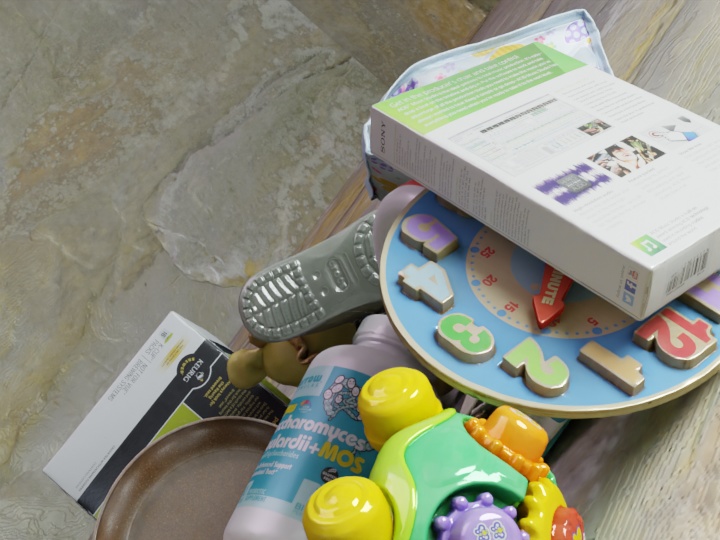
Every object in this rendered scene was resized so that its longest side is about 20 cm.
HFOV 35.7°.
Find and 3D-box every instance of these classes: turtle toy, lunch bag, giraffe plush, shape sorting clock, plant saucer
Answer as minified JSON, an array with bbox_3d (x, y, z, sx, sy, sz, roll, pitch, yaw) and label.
[{"bbox_3d":[0.045,0.141,0.492,0.100,0.147,0.200,-7,30,25],"label":"turtle toy"},{"bbox_3d":[0.100,-0.102,0.909,0.198,0.128,0.170,-15,-14,-1],"label":"lunch bag"},{"bbox_3d":[-0.022,0.087,0.955,0.173,0.162,0.200,-53,7,-17],"label":"giraffe plush"},{"bbox_3d":[0.109,-0.003,0.600,0.039,0.199,0.200,89,-154,-47],"label":"shape sorting clock"},{"bbox_3d":[-0.104,0.211,0.849,0.201,0.199,0.032,-54,-20,-20],"label":"plant saucer"}]

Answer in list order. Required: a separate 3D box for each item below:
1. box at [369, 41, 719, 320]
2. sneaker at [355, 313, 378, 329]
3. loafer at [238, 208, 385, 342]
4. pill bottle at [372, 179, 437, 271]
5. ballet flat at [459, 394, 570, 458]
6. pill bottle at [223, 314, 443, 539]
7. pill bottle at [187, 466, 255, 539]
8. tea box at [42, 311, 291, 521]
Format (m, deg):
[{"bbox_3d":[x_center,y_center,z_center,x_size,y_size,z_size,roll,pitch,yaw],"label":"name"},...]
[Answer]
[{"bbox_3d":[0.121,-0.060,0.615,0.144,0.200,0.037,-26,-44,-32],"label":"box"},{"bbox_3d":[0.035,0.025,1.120,0.200,0.075,0.077,-44,-23,-29],"label":"sneaker"},{"bbox_3d":[0.000,0.000,0.866,0.198,0.076,0.070,-18,-6,-8],"label":"loafer"},{"bbox_3d":[0.116,-0.039,0.739,0.199,0.116,0.116,-30,-3,-27],"label":"pill bottle"},{"bbox_3d":[0.118,0.052,0.672,0.200,0.069,0.069,-50,8,7],"label":"ballet flat"},{"bbox_3d":[-0.009,0.132,0.801,0.111,0.110,0.201,-38,22,58],"label":"pill bottle"},{"bbox_3d":[-0.120,0.261,0.906,0.201,0.112,0.112,-53,8,-19],"label":"pill bottle"},{"bbox_3d":[-0.162,0.183,1.111,0.200,0.196,0.134,-51,-12,-5],"label":"tea box"}]
